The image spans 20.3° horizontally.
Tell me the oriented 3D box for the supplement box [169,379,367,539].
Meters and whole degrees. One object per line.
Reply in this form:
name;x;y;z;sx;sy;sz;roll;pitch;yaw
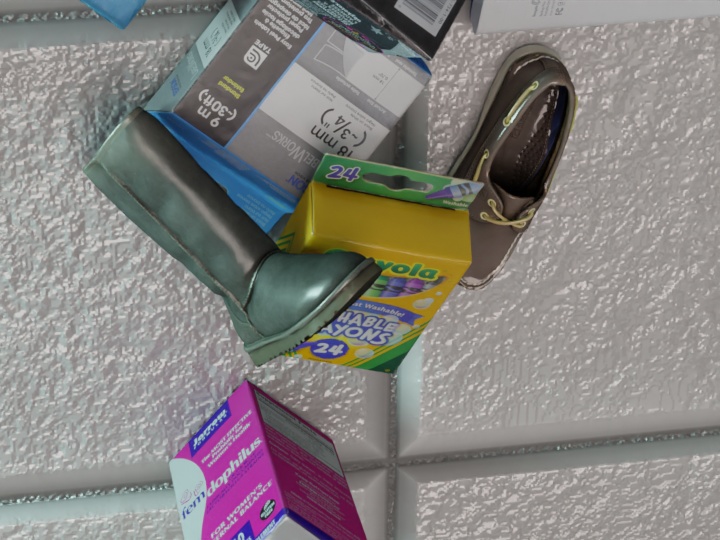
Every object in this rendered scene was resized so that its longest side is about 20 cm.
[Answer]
supplement box;-0.069;0.191;1.543;0.103;0.200;0.101;37;103;-25

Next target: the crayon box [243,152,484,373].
crayon box;0.000;0.000;1.494;0.125;0.052;0.200;10;144;-17

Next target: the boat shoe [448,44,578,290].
boat shoe;0.112;-0.070;1.533;0.071;0.060;0.201;13;112;-19

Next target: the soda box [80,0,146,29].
soda box;-0.132;-0.268;1.376;0.068;0.064;0.200;34;105;-26

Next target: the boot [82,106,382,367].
boot;-0.094;-0.036;1.410;0.201;0.072;0.181;55;141;-3

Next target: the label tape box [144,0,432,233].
label tape box;-0.066;-0.113;1.469;0.144;0.063;0.200;34;104;-24

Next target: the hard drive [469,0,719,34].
hard drive;0.186;-0.226;1.457;0.198;0.026;0.132;-6;149;-10

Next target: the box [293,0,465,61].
box;0.028;-0.260;1.358;0.132;0.115;0.201;32;86;-25
